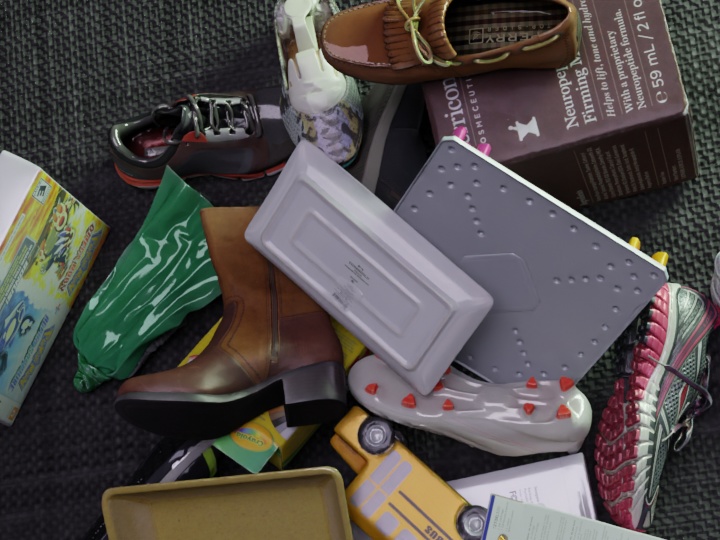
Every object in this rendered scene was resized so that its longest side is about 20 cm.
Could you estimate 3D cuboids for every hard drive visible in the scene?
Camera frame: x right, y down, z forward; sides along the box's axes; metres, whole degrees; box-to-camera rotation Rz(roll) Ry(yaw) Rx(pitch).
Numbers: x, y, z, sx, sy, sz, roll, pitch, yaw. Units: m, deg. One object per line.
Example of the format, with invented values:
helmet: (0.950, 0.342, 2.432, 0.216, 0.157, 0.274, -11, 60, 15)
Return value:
hard drive: (0.096, 0.233, 1.516, 0.199, 0.027, 0.133, -13, 73, 9)

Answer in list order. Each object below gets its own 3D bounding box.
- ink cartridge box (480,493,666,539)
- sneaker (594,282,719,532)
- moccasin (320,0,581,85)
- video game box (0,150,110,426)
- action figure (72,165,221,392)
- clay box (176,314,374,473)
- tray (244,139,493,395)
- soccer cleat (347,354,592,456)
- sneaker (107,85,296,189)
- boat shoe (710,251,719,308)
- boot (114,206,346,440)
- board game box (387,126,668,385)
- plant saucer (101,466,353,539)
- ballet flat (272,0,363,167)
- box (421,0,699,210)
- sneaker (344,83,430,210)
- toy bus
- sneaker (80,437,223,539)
ink cartridge box: (0.159, 0.234, 1.427, 0.037, 0.199, 0.095, 1, 75, 57)
sneaker: (0.239, 0.110, 1.492, 0.074, 0.081, 0.202, 14, 86, -15)
moccasin: (0.066, -0.181, 1.430, 0.200, 0.078, 0.074, 4, 76, 15)
video game box: (-0.297, 0.021, 1.580, 0.047, 0.182, 0.201, 24, 82, 14)
action figure: (-0.183, 0.025, 1.620, 0.118, 0.055, 0.200, 41, 94, 18)
clay box: (-0.065, 0.073, 1.553, 0.115, 0.048, 0.200, 33, 66, 18)
tray: (0.000, 0.000, 1.466, 0.200, 0.022, 0.108, 41, 121, 12)
soccer cleat: (0.086, 0.114, 1.514, 0.198, 0.078, 0.070, 9, 52, 11)
sneaker: (-0.126, -0.120, 1.629, 0.199, 0.082, 0.078, -16, 72, 6)
boat shoe: (0.361, 0.052, 1.483, 0.202, 0.065, 0.075, 40, 87, 19)
boot: (-0.110, 0.029, 1.512, 0.187, 0.069, 0.201, -8, 59, -4)
board game box: (0.111, 0.003, 1.471, 0.199, 0.200, 0.026, 31, 46, -3)
plant saucer: (-0.090, 0.249, 1.506, 0.198, 0.048, 0.201, -7, 106, 13)
ballet flat: (-0.043, -0.174, 1.597, 0.072, 0.072, 0.201, -17, 49, 8)
box: (0.158, -0.148, 1.529, 0.199, 0.164, 0.167, -15, 73, 9)
sneaker: (0.038, -0.078, 1.597, 0.106, 0.075, 0.201, 31, 55, -22)
toy bus: (0.052, 0.197, 1.488, 0.200, 0.065, 0.078, 40, 88, 19)
sneaker: (-0.158, 0.204, 1.573, 0.083, 0.072, 0.200, 43, 82, -15)
